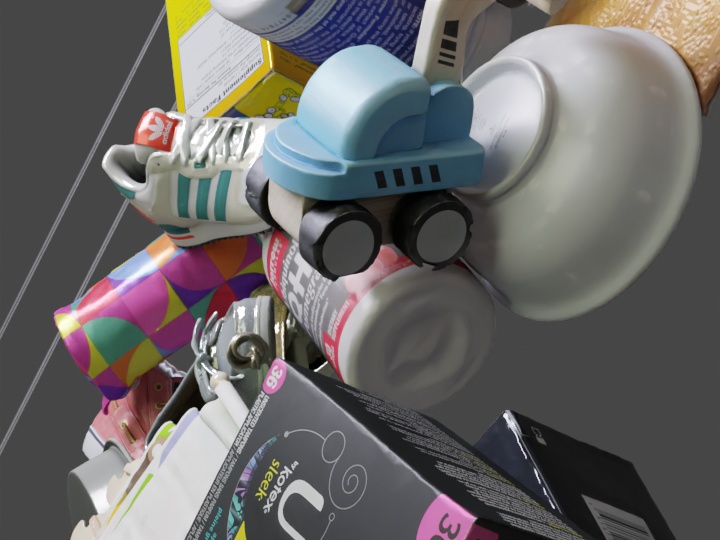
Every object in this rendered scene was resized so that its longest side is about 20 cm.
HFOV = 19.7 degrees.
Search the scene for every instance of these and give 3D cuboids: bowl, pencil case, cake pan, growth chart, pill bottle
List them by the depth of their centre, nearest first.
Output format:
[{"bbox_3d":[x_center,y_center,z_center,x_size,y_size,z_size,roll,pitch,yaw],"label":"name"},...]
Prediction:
[{"bbox_3d":[-0.128,0.155,1.305,0.200,0.018,0.145,-52,30,12],"label":"growth chart"},{"bbox_3d":[0.113,-0.076,1.318,0.201,0.090,0.202,-25,54,40],"label":"bowl"},{"bbox_3d":[0.000,0.000,1.398,0.111,0.110,0.200,-56,39,13],"label":"pill bottle"},{"bbox_3d":[0.004,-0.189,1.414,0.119,0.199,0.120,-26,53,40],"label":"pill bottle"},{"bbox_3d":[-0.162,0.218,1.448,0.200,0.037,0.202,164,90,-73],"label":"cake pan"},{"bbox_3d":[-0.131,0.014,1.522,0.200,0.089,0.088,-36,41,-2],"label":"pencil case"}]

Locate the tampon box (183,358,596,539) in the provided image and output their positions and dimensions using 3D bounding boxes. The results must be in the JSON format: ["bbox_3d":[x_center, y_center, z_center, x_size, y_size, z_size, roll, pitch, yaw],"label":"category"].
[{"bbox_3d":[0.016,0.164,1.093,0.200,0.126,0.151,34,99,52],"label":"tampon box"}]

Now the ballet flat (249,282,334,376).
[{"bbox_3d":[-0.038,0.087,1.442,0.071,0.070,0.201,-37,47,33],"label":"ballet flat"}]

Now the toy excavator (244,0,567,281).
[{"bbox_3d":[0.036,-0.110,1.259,0.100,0.193,0.201,44,134,50],"label":"toy excavator"}]

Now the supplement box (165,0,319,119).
[{"bbox_3d":[-0.071,-0.175,1.573,0.109,0.109,0.201,-37,46,33],"label":"supplement box"}]

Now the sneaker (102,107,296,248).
[{"bbox_3d":[-0.104,-0.073,1.408,0.199,0.093,0.071,-15,46,53],"label":"sneaker"}]

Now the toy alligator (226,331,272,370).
[{"bbox_3d":[-0.034,0.093,1.329,0.059,0.200,0.054,-42,36,-4],"label":"toy alligator"}]

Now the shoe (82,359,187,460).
[{"bbox_3d":[-0.139,0.126,1.533,0.200,0.071,0.091,31,100,56],"label":"shoe"}]

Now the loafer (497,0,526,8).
[{"bbox_3d":[0.124,-0.277,1.433,0.071,0.073,0.201,-14,66,34],"label":"loafer"}]

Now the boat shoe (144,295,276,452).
[{"bbox_3d":[-0.098,0.081,1.400,0.202,0.064,0.075,119,151,-58],"label":"boat shoe"}]

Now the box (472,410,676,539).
[{"bbox_3d":[0.093,0.225,1.167,0.200,0.117,0.197,-49,40,21],"label":"box"}]
